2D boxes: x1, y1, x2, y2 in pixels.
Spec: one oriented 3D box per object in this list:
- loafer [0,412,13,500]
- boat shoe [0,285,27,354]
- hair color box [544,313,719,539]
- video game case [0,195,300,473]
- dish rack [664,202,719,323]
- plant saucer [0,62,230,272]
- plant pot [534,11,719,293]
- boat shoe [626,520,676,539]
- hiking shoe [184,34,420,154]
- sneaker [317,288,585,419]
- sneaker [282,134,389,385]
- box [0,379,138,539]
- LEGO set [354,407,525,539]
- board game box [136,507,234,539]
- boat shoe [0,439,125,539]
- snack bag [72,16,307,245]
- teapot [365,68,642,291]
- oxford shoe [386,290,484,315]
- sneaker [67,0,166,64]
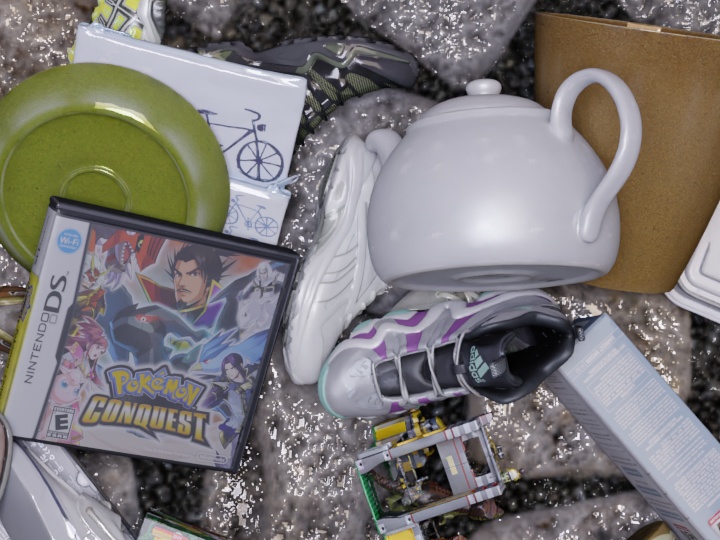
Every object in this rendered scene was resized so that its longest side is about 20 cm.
[{"bbox_3d":[-0.323,0.187,1.294,0.072,0.063,0.201,38,104,19],"label":"loafer"},{"bbox_3d":[-0.201,0.060,1.378,0.198,0.068,0.073,10,86,-5],"label":"boat shoe"},{"bbox_3d":[0.226,0.128,1.398,0.061,0.099,0.200,-41,91,-6],"label":"hair color box"},{"bbox_3d":[-0.161,0.052,1.343,0.199,0.025,0.182,12,100,-25],"label":"video game case"},{"bbox_3d":[0.357,-0.023,1.446,0.199,0.044,0.173,22,86,-3],"label":"dish rack"},{"bbox_3d":[-0.199,-0.059,1.352,0.198,0.031,0.201,2,119,3],"label":"plant saucer"},{"bbox_3d":[0.213,-0.089,1.381,0.185,0.186,0.202,7,99,-5],"label":"plant pot"},{"bbox_3d":[0.187,0.286,1.399,0.200,0.073,0.065,-44,86,-6],"label":"boat shoe"},{"bbox_3d":[-0.050,-0.133,1.408,0.198,0.076,0.102,-3,96,4],"label":"hiking shoe"},{"bbox_3d":[0.070,0.067,1.312,0.199,0.140,0.078,-23,103,-8],"label":"sneaker"},{"bbox_3d":[0.000,0.000,1.398,0.099,0.078,0.202,19,86,-7],"label":"sneaker"},{"bbox_3d":[-0.271,0.207,1.374,0.158,0.048,0.200,-38,91,-5],"label":"box"},{"bbox_3d":[0.082,0.186,1.355,0.115,0.154,0.202,-19,81,11],"label":"LEGO set"},{"bbox_3d":[-0.074,0.228,1.363,0.199,0.105,0.024,21,87,-5],"label":"board game box"},{"bbox_3d":[-0.205,0.202,1.325,0.066,0.072,0.200,-30,73,-39],"label":"boat shoe"},{"bbox_3d":[-0.142,-0.080,1.366,0.187,0.021,0.201,14,118,-4],"label":"snack bag"},{"bbox_3d":[0.097,-0.066,1.282,0.198,0.197,0.147,-2,83,4],"label":"teapot"},{"bbox_3d":[0.081,0.019,1.412,0.200,0.058,0.075,-42,90,-7],"label":"oxford shoe"},{"bbox_3d":[-0.190,-0.183,1.389,0.076,0.075,0.202,3,86,-7],"label":"sneaker"}]
